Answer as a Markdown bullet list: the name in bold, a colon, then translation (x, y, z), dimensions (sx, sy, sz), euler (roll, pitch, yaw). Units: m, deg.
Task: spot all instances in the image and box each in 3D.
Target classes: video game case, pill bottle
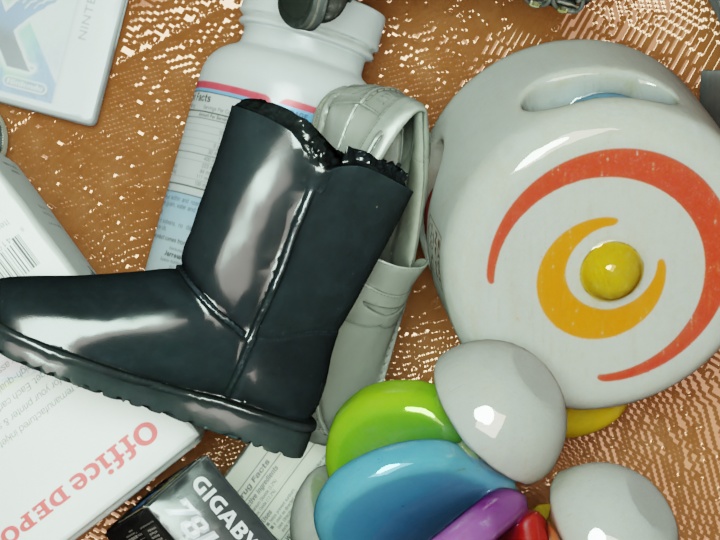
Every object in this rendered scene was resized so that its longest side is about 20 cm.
- **video game case**: translation (-0.230, -0.198, 1.327), dimensions (0.198, 0.022, 0.184), euler (14, 89, 0)
- **pill bottle**: translation (-0.051, -0.060, 1.285), dimensions (0.108, 0.109, 0.201), euler (16, 89, -1)

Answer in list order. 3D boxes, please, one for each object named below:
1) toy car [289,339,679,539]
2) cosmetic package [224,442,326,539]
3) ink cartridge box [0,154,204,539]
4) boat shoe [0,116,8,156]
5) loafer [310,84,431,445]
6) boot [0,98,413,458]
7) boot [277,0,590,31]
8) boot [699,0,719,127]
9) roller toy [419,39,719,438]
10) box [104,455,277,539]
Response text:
- **toy car**: translation (0.053, 0.151, 1.172), dimensions (0.175, 0.150, 0.200), euler (-41, 92, 27)
- **cosmetic package**: translation (0.018, 0.153, 1.302), dimensions (0.200, 0.073, 0.104), euler (38, 89, 0)
- **ink cartridge box**: translation (-0.202, 0.057, 1.263), dimensions (0.147, 0.145, 0.201), euler (-36, 90, -2)
- **boat shoe**: translation (-0.308, -0.087, 1.303), dimensions (0.198, 0.063, 0.073), euler (6, 92, 2)
- **loafer**: translation (0.000, 0.000, 1.223), dimensions (0.070, 0.070, 0.202), euler (-3, 102, -42)
- **boot**: translation (-0.087, -0.012, 1.155), dimensions (0.199, 0.076, 0.169), euler (19, 93, -10)
- **boot**: translation (0.047, -0.177, 1.245), dimensions (0.173, 0.200, 0.070), euler (14, 122, -5)
- **boot**: translation (0.288, -0.152, 1.261), dimensions (0.199, 0.068, 0.190), euler (2, 90, 34)
- **roller toy**: translation (0.124, -0.022, 1.245), dimensions (0.182, 0.140, 0.200), euler (40, 104, -23)
- **box**: translation (-0.054, 0.200, 1.237), dimensions (0.050, 0.200, 0.199), euler (-41, 90, -17)
